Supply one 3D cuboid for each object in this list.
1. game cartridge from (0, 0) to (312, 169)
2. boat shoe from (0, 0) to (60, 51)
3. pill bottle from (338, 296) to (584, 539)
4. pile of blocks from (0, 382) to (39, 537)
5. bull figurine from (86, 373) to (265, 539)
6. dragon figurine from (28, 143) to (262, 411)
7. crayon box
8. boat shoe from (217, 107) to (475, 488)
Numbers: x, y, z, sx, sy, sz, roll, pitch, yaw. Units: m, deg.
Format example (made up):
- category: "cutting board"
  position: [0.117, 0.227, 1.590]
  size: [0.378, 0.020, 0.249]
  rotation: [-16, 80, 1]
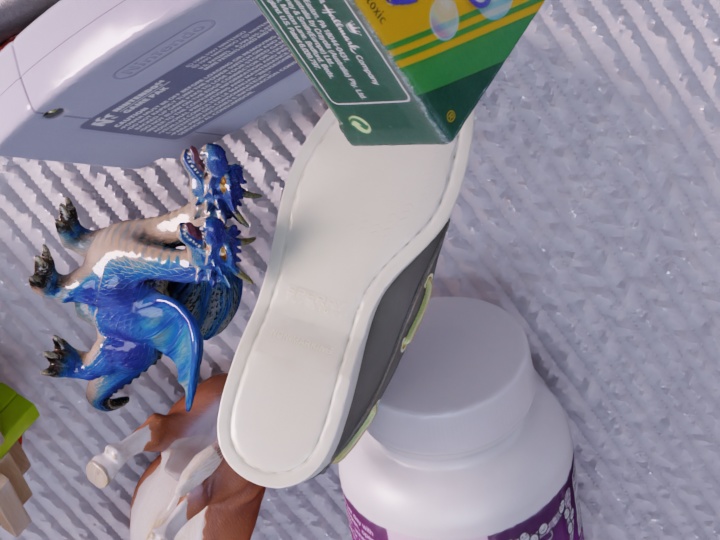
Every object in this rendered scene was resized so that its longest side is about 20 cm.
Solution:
- category: "game cartridge"
  position: [-0.055, -0.098, 0.895]
  size: [0.200, 0.042, 0.133]
  rotation: [-27, 159, 31]
- category: "boat shoe"
  position: [-0.113, -0.143, 0.902]
  size: [0.200, 0.071, 0.063]
  rotation: [-29, 120, 28]
- category: "pill bottle"
  position: [0.050, 0.114, 1.074]
  size: [0.112, 0.112, 0.200]
  rotation: [-6, 129, 7]
- category: "pile of blocks"
  position: [-0.200, 0.038, 1.046]
  size: [0.082, 0.062, 0.200]
  rotation: [17, 148, 46]
- category: "bull figurine"
  position: [-0.091, 0.140, 1.111]
  size: [0.065, 0.121, 0.200]
  rotation: [27, 124, 23]
- category: "dragon figurine"
  position: [-0.090, 0.022, 1.012]
  size: [0.099, 0.059, 0.200]
  rotation: [12, 138, 10]
- category: "crayon box"
  position: [0.032, -0.158, 0.801]
  size: [0.052, 0.200, 0.126]
  rotation: [1, 138, 44]
- category: "boat shoe"
  position: [-0.003, -0.001, 0.978]
  size: [0.072, 0.060, 0.202]
  rotation: [23, 90, 14]
